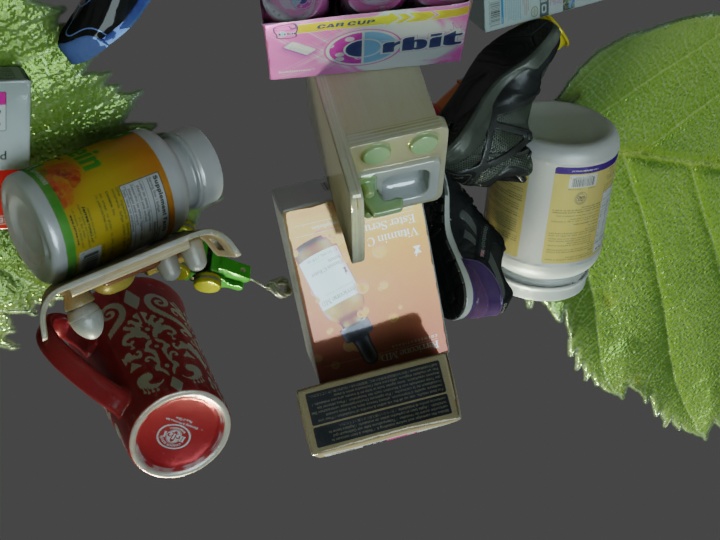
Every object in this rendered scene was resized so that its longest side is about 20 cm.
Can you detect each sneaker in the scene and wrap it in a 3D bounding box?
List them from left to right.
[{"bbox_3d":[-0.219,-0.283,1.157,0.200,0.070,0.078,-46,121,0],"label":"sneaker"},{"bbox_3d":[0.116,-0.040,1.428,0.087,0.202,0.076,-2,162,-31],"label":"sneaker"},{"bbox_3d":[0.159,-0.171,1.350,0.200,0.076,0.114,-55,132,-13],"label":"sneaker"}]

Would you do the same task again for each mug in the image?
[{"bbox_3d":[-0.237,0.118,1.308,0.176,0.200,0.134,-10,124,-23],"label":"mug"}]

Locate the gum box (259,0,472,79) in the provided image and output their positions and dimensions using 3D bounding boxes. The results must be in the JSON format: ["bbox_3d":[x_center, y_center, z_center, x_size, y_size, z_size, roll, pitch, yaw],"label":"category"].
[{"bbox_3d":[0.007,-0.239,1.164,0.198,0.067,0.114,-6,164,-3],"label":"gum box"}]

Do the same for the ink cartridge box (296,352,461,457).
[{"bbox_3d":[0.019,0.150,1.373,0.163,0.200,0.076,-13,81,-1],"label":"ink cartridge box"}]

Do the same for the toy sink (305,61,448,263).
[{"bbox_3d":[0.020,-0.130,1.248,0.111,0.201,0.131,-13,151,-6],"label":"toy sink"}]

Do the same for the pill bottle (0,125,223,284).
[{"bbox_3d":[-0.239,-0.073,1.232,0.199,0.111,0.112,-26,130,-32],"label":"pill bottle"}]

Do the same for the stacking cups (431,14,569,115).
[{"bbox_3d":[0.138,-0.209,1.397,0.200,0.061,0.061,-41,130,1],"label":"stacking cups"}]

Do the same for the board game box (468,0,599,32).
[{"bbox_3d":[0.204,-0.355,1.338,0.199,0.064,0.148,-17,127,-17],"label":"board game box"}]

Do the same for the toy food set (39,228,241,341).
[{"bbox_3d":[-0.220,0.015,1.222,0.199,0.143,0.061,-23,97,-12],"label":"toy food set"}]

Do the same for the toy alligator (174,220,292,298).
[{"bbox_3d":[-0.166,-0.002,1.369,0.199,0.060,0.054,25,145,-37],"label":"toy alligator"}]

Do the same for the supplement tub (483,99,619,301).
[{"bbox_3d":[0.217,-0.081,1.464,0.144,0.146,0.201,-10,124,-23],"label":"supplement tub"}]

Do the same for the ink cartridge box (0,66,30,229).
[{"bbox_3d":[-0.413,-0.101,1.178,0.199,0.044,0.175,-6,120,-25],"label":"ink cartridge box"}]

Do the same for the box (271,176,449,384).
[{"bbox_3d":[0.000,0.000,1.372,0.151,0.106,0.202,-14,108,-6],"label":"box"}]
